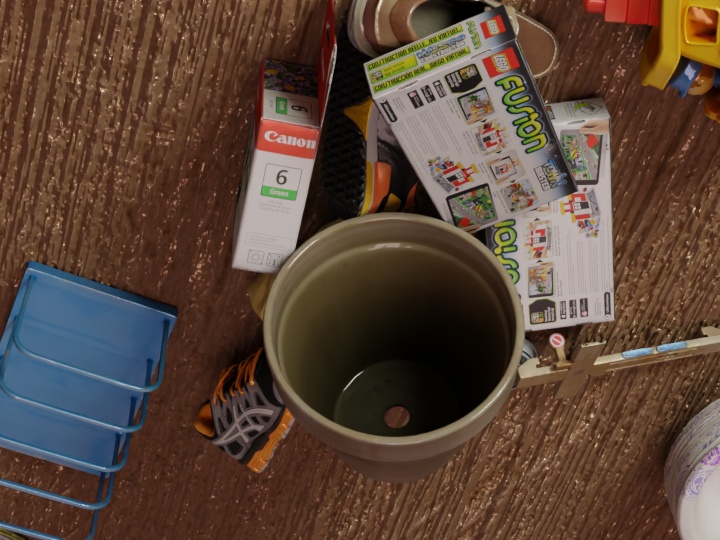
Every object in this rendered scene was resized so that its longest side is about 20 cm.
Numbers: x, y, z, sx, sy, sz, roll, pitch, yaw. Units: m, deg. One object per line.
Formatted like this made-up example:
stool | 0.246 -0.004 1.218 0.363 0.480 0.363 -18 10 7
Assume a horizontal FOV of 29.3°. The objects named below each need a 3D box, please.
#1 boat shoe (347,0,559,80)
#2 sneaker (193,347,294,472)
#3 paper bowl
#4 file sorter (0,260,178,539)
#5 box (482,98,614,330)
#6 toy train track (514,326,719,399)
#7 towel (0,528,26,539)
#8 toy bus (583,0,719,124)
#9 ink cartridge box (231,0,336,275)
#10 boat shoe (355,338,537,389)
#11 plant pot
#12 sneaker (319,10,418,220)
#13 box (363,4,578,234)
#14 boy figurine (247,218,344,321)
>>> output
boat shoe | 0.082 -0.170 1.029 0.199 0.072 0.076 1 102 -40
sneaker | -0.093 0.111 1.219 0.077 0.079 0.200 25 137 -5
paper bowl | 0.385 0.189 1.294 0.199 0.105 0.202 -1 123 -2
file sorter | -0.261 0.123 1.209 0.138 0.123 0.201 19 119 -15
box | 0.157 -0.042 1.168 0.109 0.035 0.201 -7 123 2
toy train track | 0.232 0.071 1.243 0.198 0.033 0.115 -9 153 -11
towel | -0.385 0.337 1.397 0.143 0.023 0.200 32 116 -21
toy bus | 0.265 -0.191 1.043 0.190 0.136 0.201 3 126 11
ink cartridge box | -0.061 -0.109 1.080 0.050 0.109 0.201 8 121 -8
boat shoe | 0.064 0.094 1.238 0.198 0.068 0.074 5 122 -6
plant pot | 0.029 0.083 1.105 0.198 0.201 0.174 -5 148 1
sneaker | 0.028 -0.139 1.102 0.090 0.070 0.202 -5 115 -41
box | 0.087 -0.103 1.029 0.109 0.035 0.200 -21 145 10
boy figurine | 0.000 0.000 1.179 0.198 0.065 0.125 -9 131 0
